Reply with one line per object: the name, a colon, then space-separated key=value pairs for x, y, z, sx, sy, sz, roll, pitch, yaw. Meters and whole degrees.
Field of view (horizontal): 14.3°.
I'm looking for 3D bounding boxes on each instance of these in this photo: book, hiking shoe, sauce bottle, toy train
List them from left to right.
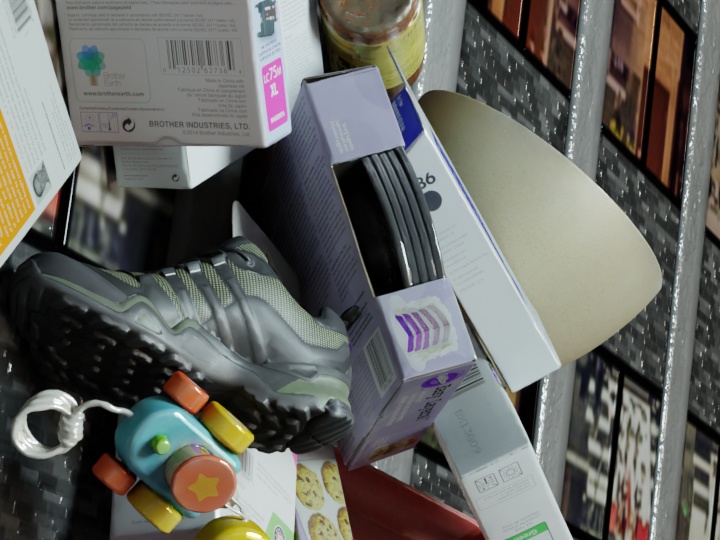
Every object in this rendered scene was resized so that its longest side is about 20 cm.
book: x=-0.202 y=-0.064 z=1.377 sx=0.200 sy=0.048 sz=0.134 roll=-57 pitch=139 yaw=-53
toy train: x=-0.111 y=0.154 z=1.476 sx=0.056 sy=0.150 sz=0.200 roll=-140 pitch=-138 yaw=-60
hiking shoe: x=-0.093 y=0.025 z=1.526 sx=0.200 sy=0.076 sz=0.101 roll=24 pitch=50 yaw=-22
sauce bottle: x=0.010 y=-0.143 z=1.799 sx=0.200 sy=0.066 sz=0.066 roll=80 pitch=18 yaw=-73

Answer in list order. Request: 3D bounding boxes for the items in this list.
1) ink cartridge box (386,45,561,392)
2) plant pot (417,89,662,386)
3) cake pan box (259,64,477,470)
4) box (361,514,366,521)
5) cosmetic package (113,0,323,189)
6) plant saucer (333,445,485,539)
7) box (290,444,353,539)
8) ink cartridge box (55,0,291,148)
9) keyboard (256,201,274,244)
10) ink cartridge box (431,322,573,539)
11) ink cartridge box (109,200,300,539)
ink cartridge box: x=0.053 y=-0.031 z=1.704 sx=0.200 sy=0.039 sz=0.099 roll=61 pitch=4 yaw=-18
plant pot: x=0.075 y=0.000 z=1.854 sx=0.135 sy=0.200 sz=0.200 roll=-50 pitch=145 yaw=-14
cake pan box: x=0.000 y=0.000 z=1.648 sx=0.200 sy=0.052 sz=0.184 roll=115 pitch=-43 yaw=-68
box: x=-0.024 y=0.240 z=1.819 sx=0.200 sy=0.048 sz=0.122 roll=-62 pitch=145 yaw=-46
cosmetic package: x=-0.084 y=-0.145 z=1.641 sx=0.200 sy=0.052 sz=0.151 roll=-38 pitch=127 yaw=-62
plant saucer: x=0.004 y=0.204 z=1.743 sx=0.200 sy=0.037 sz=0.200 roll=30 pitch=36 yaw=-32
box: x=-0.035 y=0.138 z=1.672 sx=0.041 sy=0.039 sz=0.200 roll=18 pitch=37 yaw=-27
ink cartridge box: x=-0.104 y=-0.164 z=1.503 sx=0.042 sy=0.119 sz=0.200 roll=-40 pitch=127 yaw=-57
keyboard: x=-0.022 y=0.020 z=1.843 sx=0.200 sy=0.021 sz=0.127 roll=7 pitch=80 yaw=-66
ink cartridge box: x=0.090 y=0.136 z=1.745 sx=0.200 sy=0.050 sz=0.109 roll=63 pitch=1 yaw=-46
ink cartridge box: x=-0.084 y=0.074 z=1.615 sx=0.117 sy=0.067 sz=0.200 roll=53 pitch=35 yaw=-57
